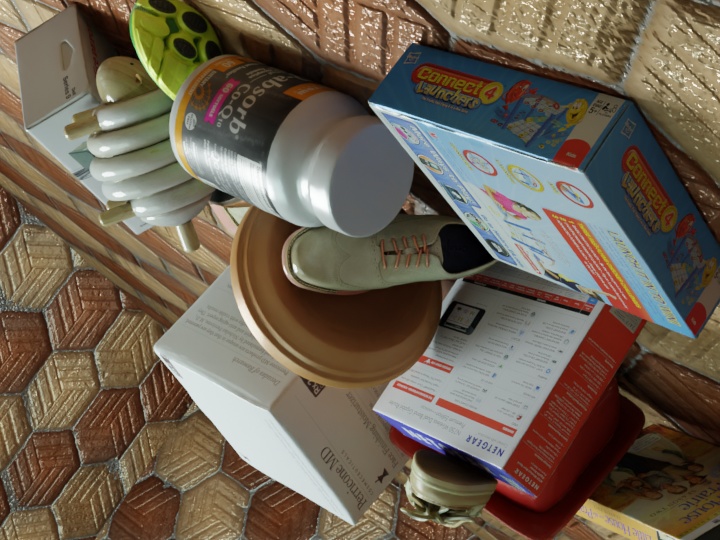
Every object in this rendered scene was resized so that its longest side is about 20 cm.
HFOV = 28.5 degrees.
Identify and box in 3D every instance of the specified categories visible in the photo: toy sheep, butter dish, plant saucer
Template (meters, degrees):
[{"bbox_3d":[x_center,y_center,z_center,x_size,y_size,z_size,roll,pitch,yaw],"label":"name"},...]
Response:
[{"bbox_3d":[-0.199,-0.110,1.354,0.138,0.138,0.201,16,130,59],"label":"toy sheep"},{"bbox_3d":[0.157,0.118,1.351,0.199,0.200,0.148,33,144,23],"label":"butter dish"},{"bbox_3d":[-0.014,0.003,1.229,0.200,0.200,0.037,37,146,-6],"label":"plant saucer"}]

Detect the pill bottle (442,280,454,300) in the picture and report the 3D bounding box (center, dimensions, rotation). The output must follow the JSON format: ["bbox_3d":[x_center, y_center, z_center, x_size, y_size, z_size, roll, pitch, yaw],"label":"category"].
[{"bbox_3d":[0.000,0.000,1.421,0.200,0.112,0.111,33,168,13],"label":"pill bottle"}]

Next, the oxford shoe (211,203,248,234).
[{"bbox_3d":[-0.139,-0.113,1.473,0.074,0.071,0.200,3,146,40],"label":"oxford shoe"}]

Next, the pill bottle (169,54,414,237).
[{"bbox_3d":[-0.058,-0.102,1.170,0.200,0.117,0.116,25,164,41],"label":"pill bottle"}]

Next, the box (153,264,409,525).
[{"bbox_3d":[-0.068,0.121,1.428,0.200,0.131,0.199,22,153,45],"label":"box"}]

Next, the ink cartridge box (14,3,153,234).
[{"bbox_3d":[-0.268,-0.158,1.487,0.200,0.084,0.146,49,-163,-47],"label":"ink cartridge box"}]

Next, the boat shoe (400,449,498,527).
[{"bbox_3d":[0.077,0.196,1.220,0.073,0.063,0.200,22,176,15],"label":"boat shoe"}]

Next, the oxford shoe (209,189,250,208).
[{"bbox_3d":[-0.079,-0.082,1.361,0.071,0.072,0.200,36,156,-32],"label":"oxford shoe"}]

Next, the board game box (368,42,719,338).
[{"bbox_3d":[0.131,-0.055,0.962,0.195,0.056,0.200,24,164,44],"label":"board game box"}]

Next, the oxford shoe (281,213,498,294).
[{"bbox_3d":[0.032,-0.020,1.189,0.199,0.071,0.074,-8,180,-28],"label":"oxford shoe"}]

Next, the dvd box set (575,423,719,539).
[{"bbox_3d":[0.295,0.209,1.344,0.200,0.146,0.030,17,126,59],"label":"dvd box set"}]

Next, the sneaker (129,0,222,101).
[{"bbox_3d":[-0.150,-0.170,1.266,0.083,0.074,0.200,20,162,40],"label":"sneaker"}]

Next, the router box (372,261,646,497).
[{"bbox_3d":[0.123,0.080,1.209,0.049,0.180,0.200,40,168,-30],"label":"router box"}]
